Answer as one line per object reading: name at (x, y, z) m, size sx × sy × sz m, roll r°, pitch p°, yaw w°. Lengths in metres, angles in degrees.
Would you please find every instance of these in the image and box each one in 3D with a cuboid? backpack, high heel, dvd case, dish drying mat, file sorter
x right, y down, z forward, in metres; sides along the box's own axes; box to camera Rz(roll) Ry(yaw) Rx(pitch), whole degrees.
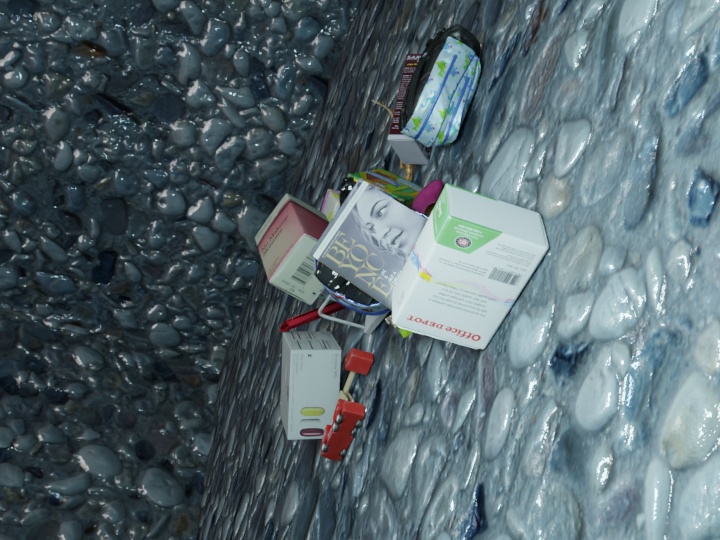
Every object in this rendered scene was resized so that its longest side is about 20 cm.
backpack at (0.147, -0.332, 1.694) m, size 0.200 × 0.154 × 0.163 m, roll -55°, pitch 10°, yaw -17°
high heel at (0.131, -0.073, 1.651) m, size 0.096 × 0.067 × 0.200 m, roll 19°, pitch 78°, yaw 34°
dvd case at (0.036, -0.036, 1.418) m, size 0.149 × 0.200 × 0.016 m, roll -56°, pitch -22°, yaw -1°
dish drying mat at (-0.083, 0.092, 2.018) m, size 0.018 × 0.200 × 0.077 m, roll 65°, pitch 156°, yaw 9°
file sorter at (0.000, 0.000, 1.858) m, size 0.139 × 0.124 × 0.200 m, roll 127°, pitch 156°, yaw -54°
backpack at (0.017, -0.025, 1.505) m, size 0.191 × 0.200 × 0.154 m, roll -54°, pitch -19°, yaw -15°

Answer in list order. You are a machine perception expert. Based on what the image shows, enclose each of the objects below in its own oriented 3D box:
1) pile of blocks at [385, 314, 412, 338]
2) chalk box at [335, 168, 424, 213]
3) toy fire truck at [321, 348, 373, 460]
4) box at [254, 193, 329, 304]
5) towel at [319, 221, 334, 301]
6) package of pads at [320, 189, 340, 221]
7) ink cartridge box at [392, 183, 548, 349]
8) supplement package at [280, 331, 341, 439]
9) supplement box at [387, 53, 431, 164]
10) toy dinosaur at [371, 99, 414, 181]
pile of blocks at (0.098, 0.080, 1.496) m, size 0.082 × 0.062 × 0.200 m, roll -31°, pitch -4°, yaw -20°
chalk box at (0.050, -0.117, 1.742) m, size 0.200 × 0.125 × 0.124 m, roll -26°, pitch -42°, yaw -63°
toy fire truck at (-0.029, 0.274, 1.837) m, size 0.141 × 0.049 × 0.200 m, roll -91°, pitch 21°, yaw -53°
box at (-0.125, -0.046, 1.824) m, size 0.128 × 0.109 × 0.200 m, roll -53°, pitch 29°, yaw 14°
towel at (-0.058, -0.019, 1.987) m, size 0.048 × 0.200 × 0.171 m, roll 122°, pitch 162°, yaw -64°
package of pads at (-0.067, -0.133, 2.455) m, size 0.200 × 0.068 × 0.155 m, roll -118°, pitch 45°, yaw -71°
ink cartridge box at (0.145, -0.001, 1.241) m, size 0.084 × 0.145 × 0.200 m, roll -89°, pitch 20°, yaw -51°
supplement package at (-0.111, 0.248, 1.965) m, size 0.156 × 0.111 × 0.200 m, roll -135°, pitch 46°, yaw -74°
supplement box at (0.117, -0.330, 1.843) m, size 0.109 × 0.061 × 0.200 m, roll 46°, pitch -128°, yaw -61°
toy dinosaur at (0.092, -0.278, 1.905) m, size 0.106 × 0.060 × 0.200 m, roll -47°, pitch -60°, yaw -68°
